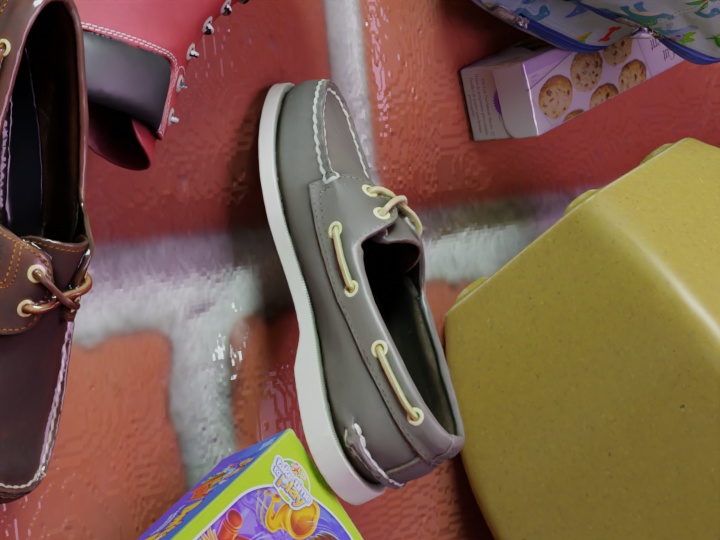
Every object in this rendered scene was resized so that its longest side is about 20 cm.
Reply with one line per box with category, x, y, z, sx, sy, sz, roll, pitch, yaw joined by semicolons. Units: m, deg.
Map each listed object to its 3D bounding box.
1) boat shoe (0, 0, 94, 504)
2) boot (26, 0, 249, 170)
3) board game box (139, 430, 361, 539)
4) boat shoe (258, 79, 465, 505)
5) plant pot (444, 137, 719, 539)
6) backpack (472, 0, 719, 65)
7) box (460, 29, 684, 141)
boat shoe;-0.136;-0.010;1.135;0.070;0.070;0.201;-7;94;-57
boot;-0.067;-0.111;1.251;0.200;0.072;0.145;2;86;-48
board game box;-0.024;0.186;1.238;0.200;0.045;0.134;57;40;-8
boat shoe;0.002;0.001;1.305;0.072;0.060;0.202;33;41;-54
plant pot;0.158;0.054;1.459;0.200;0.194;0.195;54;36;5
backpack;0.140;-0.196;1.475;0.200;0.147;0.184;23;54;-37
box;0.119;-0.110;1.555;0.200;0.039;0.042;-27;110;-54
